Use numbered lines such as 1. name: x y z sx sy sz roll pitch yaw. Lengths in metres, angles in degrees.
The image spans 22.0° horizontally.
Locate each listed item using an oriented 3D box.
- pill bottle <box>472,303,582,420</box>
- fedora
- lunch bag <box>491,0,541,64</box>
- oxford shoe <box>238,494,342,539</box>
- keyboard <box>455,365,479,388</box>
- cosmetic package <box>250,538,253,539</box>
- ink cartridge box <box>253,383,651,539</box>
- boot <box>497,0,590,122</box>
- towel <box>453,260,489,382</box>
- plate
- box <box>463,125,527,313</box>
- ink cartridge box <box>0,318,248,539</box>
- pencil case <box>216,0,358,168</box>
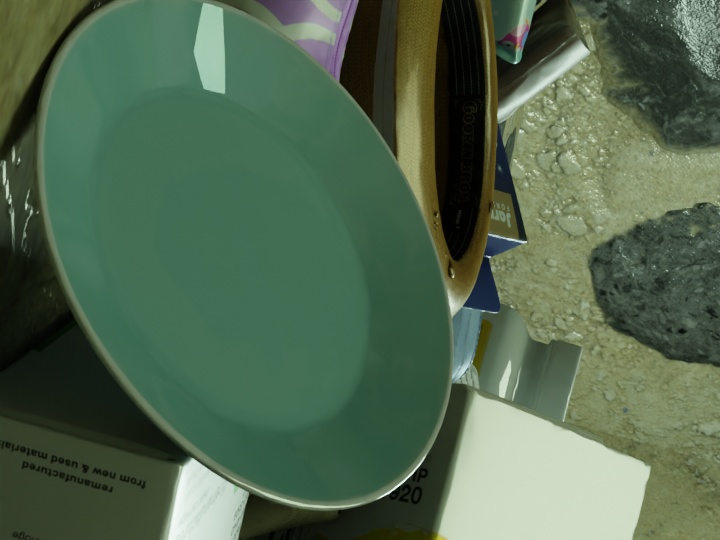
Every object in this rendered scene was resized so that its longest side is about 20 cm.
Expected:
1. pill bottle: 0.057 0.070 1.359 0.112 0.199 0.113 15 90 -82
2. fedora: 0.012 -0.073 0.860 0.201 0.081 0.202 2 90 -75
3. lunch bag: 0.071 -0.242 1.165 0.200 0.121 0.171 -77 178 -66
4. oxford shoe: -0.046 0.115 0.933 0.200 0.075 0.071 -43 -154 46
5. keyboard: 0.022 0.026 1.122 0.200 0.011 0.056 47 19 -37
6. cosmetic package: -0.007 0.217 1.126 0.073 0.199 0.104 -110 -153 -54
7. ink cartridge box: 0.035 0.169 0.985 0.147 0.144 0.201 2 -108 51
8. boot: 0.076 -0.111 1.271 0.200 0.064 0.186 -44 -174 6
9. towel: 0.000 0.000 1.002 0.200 0.048 0.112 16 83 -53
10. plate: -0.042 -0.006 0.666 0.026 0.200 0.201 -30 -155 37
11. box: 0.035 -0.080 0.997 0.121 0.032 0.201 11 62 -54
12. ink cartridge box: -0.104 0.131 0.695 0.145 0.084 0.201 -50 154 -74
13. pencil case: -0.021 -0.144 0.773 0.084 0.085 0.201 41 64 -73
